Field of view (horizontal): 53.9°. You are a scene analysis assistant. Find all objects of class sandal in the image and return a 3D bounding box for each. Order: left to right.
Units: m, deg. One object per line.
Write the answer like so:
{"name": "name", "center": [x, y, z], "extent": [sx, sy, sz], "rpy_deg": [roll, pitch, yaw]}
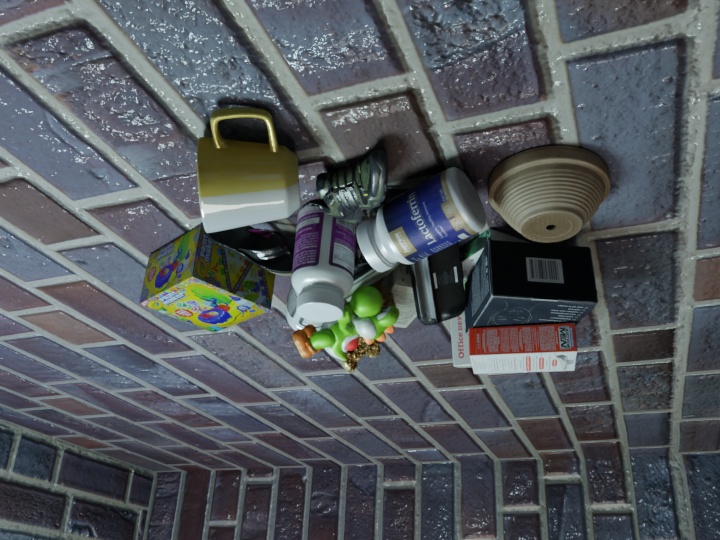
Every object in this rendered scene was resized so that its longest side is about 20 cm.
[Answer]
{"name": "sandal", "center": [-0.191, -0.050, 1.322], "extent": [0.200, 0.076, 0.048], "rpy_deg": [19, 161, -3]}

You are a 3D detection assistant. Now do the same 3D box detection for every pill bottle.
{"name": "pill bottle", "center": [-0.097, 0.057, 1.515], "extent": [0.113, 0.114, 0.200], "rpy_deg": [9, 153, -12]}
{"name": "pill bottle", "center": [-0.066, -0.014, 1.276], "extent": [0.112, 0.201, 0.112], "rpy_deg": [3, 153, 2]}
{"name": "pill bottle", "center": [0.099, -0.080, 1.187], "extent": [0.199, 0.116, 0.116], "rpy_deg": [-27, 142, 25]}

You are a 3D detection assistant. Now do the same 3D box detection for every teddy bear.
{"name": "teddy bear", "center": [0.012, 0.115, 1.428], "extent": [0.067, 0.201, 0.145], "rpy_deg": [21, -169, -22]}

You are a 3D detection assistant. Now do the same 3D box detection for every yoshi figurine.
{"name": "yoshi figurine", "center": [-0.028, 0.088, 1.331], "extent": [0.199, 0.113, 0.112], "rpy_deg": [-21, 139, 16]}

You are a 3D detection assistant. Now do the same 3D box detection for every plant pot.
{"name": "plant pot", "center": [0.313, -0.110, 1.171], "extent": [0.200, 0.093, 0.201], "rpy_deg": [1, 153, 1]}

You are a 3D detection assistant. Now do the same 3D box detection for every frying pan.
{"name": "frying pan", "center": [0.031, -0.100, 1.295], "extent": [0.190, 0.031, 0.115], "rpy_deg": [-23, 142, 36]}

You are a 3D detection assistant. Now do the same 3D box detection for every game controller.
{"name": "game controller", "center": [0.149, 0.013, 1.370], "extent": [0.104, 0.042, 0.201], "rpy_deg": [-20, 119, -17]}

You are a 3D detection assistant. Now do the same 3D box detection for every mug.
{"name": "mug", "center": [-0.172, -0.144, 1.106], "extent": [0.152, 0.150, 0.187], "rpy_deg": [-3, 160, -6]}

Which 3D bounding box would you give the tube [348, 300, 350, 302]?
{"name": "tube", "center": [-0.036, 0.111, 1.541], "extent": [0.052, 0.200, 0.058], "rpy_deg": [1, 114, 33]}

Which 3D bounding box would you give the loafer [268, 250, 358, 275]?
{"name": "loafer", "center": [-0.097, -0.037, 1.383], "extent": [0.199, 0.076, 0.068], "rpy_deg": [-3, 147, -17]}

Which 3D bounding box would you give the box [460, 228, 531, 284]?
{"name": "box", "center": [0.257, -0.011, 1.434], "extent": [0.144, 0.037, 0.200], "rpy_deg": [17, 149, -25]}

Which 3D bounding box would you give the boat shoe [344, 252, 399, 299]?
{"name": "boat shoe", "center": [0.000, 0.000, 1.354], "extent": [0.199, 0.062, 0.075], "rpy_deg": [-30, 167, -5]}

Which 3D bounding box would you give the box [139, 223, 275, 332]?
{"name": "box", "center": [-0.313, 0.022, 1.462], "extent": [0.192, 0.123, 0.200], "rpy_deg": [27, 144, -37]}

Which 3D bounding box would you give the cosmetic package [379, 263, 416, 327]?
{"name": "cosmetic package", "center": [0.085, 0.040, 1.493], "extent": [0.103, 0.088, 0.200], "rpy_deg": [9, 151, -15]}

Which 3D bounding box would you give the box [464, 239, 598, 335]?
{"name": "box", "center": [0.318, 0.044, 1.360], "extent": [0.199, 0.125, 0.197], "rpy_deg": [4, 152, -4]}

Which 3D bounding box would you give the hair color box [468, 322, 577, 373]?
{"name": "hair color box", "center": [0.316, 0.154, 1.380], "extent": [0.199, 0.064, 0.111], "rpy_deg": [-3, 153, 13]}

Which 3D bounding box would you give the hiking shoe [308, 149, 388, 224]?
{"name": "hiking shoe", "center": [-0.021, -0.137, 1.169], "extent": [0.100, 0.076, 0.200], "rpy_deg": [9, 154, -18]}

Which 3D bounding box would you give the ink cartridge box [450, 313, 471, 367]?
{"name": "ink cartridge box", "center": [0.304, 0.136, 1.562], "extent": [0.199, 0.148, 0.145], "rpy_deg": [-5, 169, 14]}
